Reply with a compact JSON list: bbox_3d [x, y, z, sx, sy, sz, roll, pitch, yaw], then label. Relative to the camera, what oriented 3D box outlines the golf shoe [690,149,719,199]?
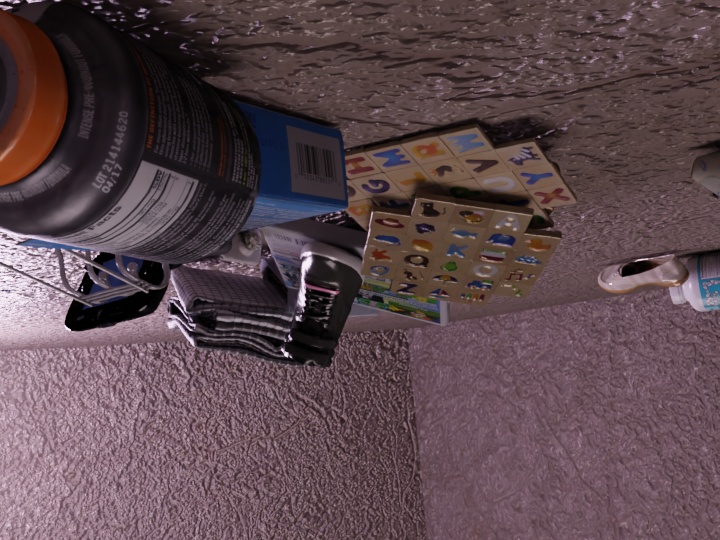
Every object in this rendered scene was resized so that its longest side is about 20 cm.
[{"bbox_3d":[0.392,-0.091,0.962,0.096,0.080,0.198,11,180,40],"label":"golf shoe"}]

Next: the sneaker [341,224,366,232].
[{"bbox_3d":[0.022,-0.016,1.161,0.196,0.079,0.140,-7,174,10],"label":"sneaker"}]

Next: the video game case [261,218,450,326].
[{"bbox_3d":[0.000,0.000,1.059,0.196,0.022,0.183,13,160,10],"label":"video game case"}]

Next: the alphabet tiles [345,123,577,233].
[{"bbox_3d":[0.072,-0.065,0.826,0.197,0.006,0.166,-8,152,30],"label":"alphabet tiles"}]

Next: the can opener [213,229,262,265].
[{"bbox_3d":[-0.151,-0.037,0.939,0.065,0.054,0.200,-6,173,19],"label":"can opener"}]

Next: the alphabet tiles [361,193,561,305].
[{"bbox_3d":[0.086,-0.014,0.899,0.163,0.006,0.201,8,156,-1],"label":"alphabet tiles"}]

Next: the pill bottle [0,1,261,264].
[{"bbox_3d":[-0.131,-0.065,0.484,0.104,0.108,0.200,-7,173,16],"label":"pill bottle"}]

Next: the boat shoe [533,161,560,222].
[{"bbox_3d":[0.102,-0.062,0.917,0.071,0.074,0.199,11,167,-23],"label":"boat shoe"}]

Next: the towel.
[{"bbox_3d":[-0.155,0.065,1.315,0.197,0.087,0.165,9,-169,-24],"label":"towel"}]

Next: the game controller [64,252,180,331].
[{"bbox_3d":[-0.263,0.014,1.084,0.042,0.105,0.198,43,146,-26],"label":"game controller"}]

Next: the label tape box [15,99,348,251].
[{"bbox_3d":[-0.129,-0.061,0.703,0.197,0.065,0.143,-10,173,32],"label":"label tape box"}]

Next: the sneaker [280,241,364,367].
[{"bbox_3d":[-0.041,0.044,1.028,0.069,0.101,0.201,17,160,3],"label":"sneaker"}]

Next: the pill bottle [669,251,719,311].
[{"bbox_3d":[0.707,0.019,1.920,0.197,0.113,0.110,-10,172,30],"label":"pill bottle"}]

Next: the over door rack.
[{"bbox_3d":[-0.300,-0.021,0.949,0.198,0.068,0.147,17,161,-37],"label":"over door rack"}]

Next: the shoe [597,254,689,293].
[{"bbox_3d":[0.538,0.000,1.904,0.198,0.070,0.053,-7,132,50],"label":"shoe"}]

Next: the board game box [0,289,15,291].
[{"bbox_3d":[-0.493,0.008,1.114,0.196,0.040,0.158,-2,180,13],"label":"board game box"}]

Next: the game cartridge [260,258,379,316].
[{"bbox_3d":[-0.049,0.018,1.305,0.131,0.041,0.200,2,-166,-20],"label":"game cartridge"}]
